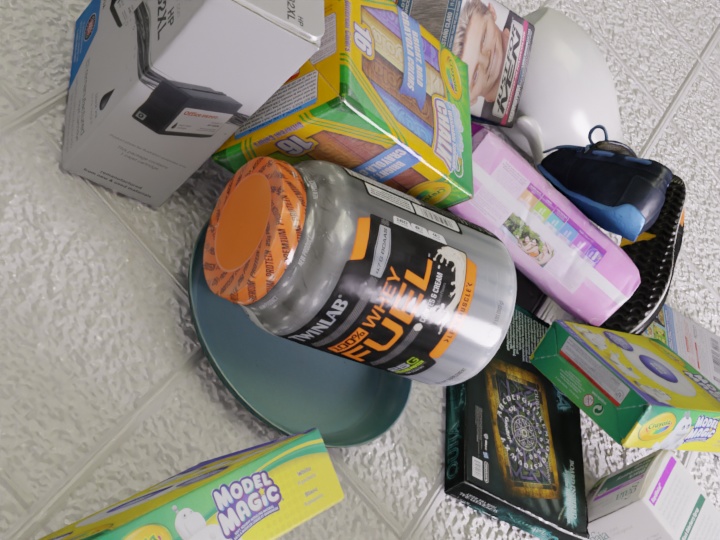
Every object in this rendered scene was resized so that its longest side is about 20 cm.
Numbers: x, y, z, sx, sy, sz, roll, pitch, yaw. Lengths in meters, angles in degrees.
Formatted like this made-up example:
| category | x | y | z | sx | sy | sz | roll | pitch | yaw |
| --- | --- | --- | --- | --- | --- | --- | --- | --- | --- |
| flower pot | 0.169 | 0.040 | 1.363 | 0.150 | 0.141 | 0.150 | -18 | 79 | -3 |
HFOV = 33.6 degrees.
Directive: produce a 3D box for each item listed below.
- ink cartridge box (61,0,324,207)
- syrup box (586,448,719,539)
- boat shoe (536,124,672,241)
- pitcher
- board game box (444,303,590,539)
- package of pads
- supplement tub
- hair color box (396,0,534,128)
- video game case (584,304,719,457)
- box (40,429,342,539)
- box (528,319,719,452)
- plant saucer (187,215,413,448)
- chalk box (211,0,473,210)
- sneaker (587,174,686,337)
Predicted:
| category | x | y | z | sx | sy | sz | roll | pitch | yaw |
| --- | --- | --- | --- | --- | --- | --- | --- | --- | --- |
| ink cartridge box | -0.117 | -0.161 | 0.805 | 0.083 | 0.200 | 0.146 | 22 | 48 | -32 |
| syrup box | 0.271 | 0.253 | 0.976 | 0.200 | 0.079 | 0.081 | 52 | 40 | -1 |
| boat shoe | 0.216 | -0.075 | 1.020 | 0.084 | 0.069 | 0.200 | 39 | 5 | -22 |
| pitcher | 0.191 | -0.140 | 1.164 | 0.201 | 0.121 | 0.172 | 56 | 43 | -15 |
| board game box | 0.127 | 0.114 | 0.977 | 0.135 | 0.028 | 0.201 | 30 | 44 | -26 |
| package of pads | 0.142 | -0.044 | 1.038 | 0.200 | 0.076 | 0.121 | 39 | 3 | -18 |
| supplement tub | 0.000 | 0.000 | 0.822 | 0.199 | 0.122 | 0.123 | 20 | 50 | -33 |
| hair color box | 0.088 | -0.185 | 1.033 | 0.200 | 0.060 | 0.101 | -2 | 105 | -66 |
| video game case | 0.295 | 0.088 | 1.167 | 0.199 | 0.018 | 0.144 | 29 | 46 | -27 |
| box | -0.117 | 0.147 | 0.635 | 0.200 | 0.117 | 0.049 | -22 | 90 | -49 |
| box | 0.246 | 0.101 | 1.012 | 0.199 | 0.049 | 0.117 | 14 | 24 | -48 |
| plant saucer | -0.045 | 0.039 | 0.867 | 0.199 | 0.027 | 0.201 | 25 | 48 | -30 |
| chalk box | 0.004 | -0.107 | 0.880 | 0.200 | 0.124 | 0.125 | 31 | 49 | -43 |
| sneaker | 0.270 | 0.004 | 1.139 | 0.201 | 0.070 | 0.090 | -64 | 150 | -30 |
